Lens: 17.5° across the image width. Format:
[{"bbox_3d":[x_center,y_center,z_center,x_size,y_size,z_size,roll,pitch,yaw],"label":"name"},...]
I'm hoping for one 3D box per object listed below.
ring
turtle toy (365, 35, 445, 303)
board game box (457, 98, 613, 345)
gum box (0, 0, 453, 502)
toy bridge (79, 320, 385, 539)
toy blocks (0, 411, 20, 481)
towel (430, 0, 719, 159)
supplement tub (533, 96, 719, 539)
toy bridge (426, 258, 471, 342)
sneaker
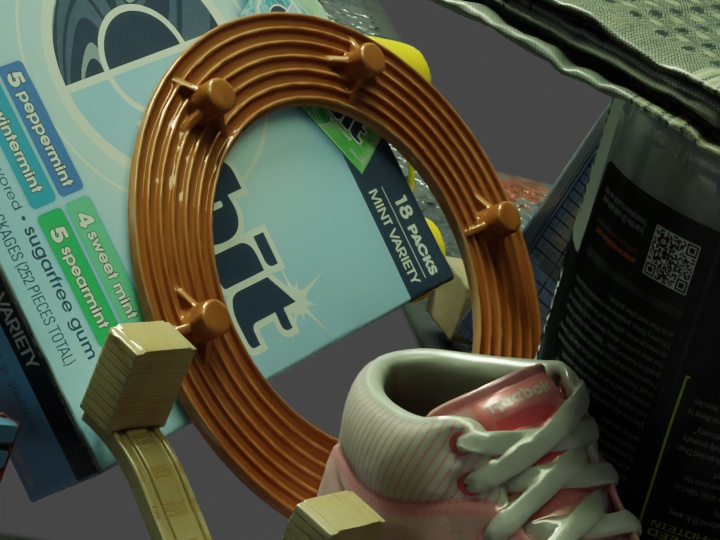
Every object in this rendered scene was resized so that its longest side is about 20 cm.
[{"bbox_3d":[0.000,0.000,0.837,0.200,0.019,0.201,20,59,-38],"label":"ring"},{"bbox_3d":[-0.051,-0.060,0.961,0.145,0.201,0.101,8,-21,-36],"label":"turtle toy"},{"bbox_3d":[0.145,0.000,0.873,0.062,0.200,0.200,-26,54,-37],"label":"board game box"},{"bbox_3d":[-0.073,-0.036,0.826,0.200,0.044,0.170,-28,92,-47],"label":"gum box"},{"bbox_3d":[-0.016,0.097,0.693,0.200,0.067,0.027,40,28,31],"label":"toy bridge"},{"bbox_3d":[-0.195,0.017,0.734,0.200,0.100,0.137,25,9,31],"label":"toy blocks"},{"bbox_3d":[0.119,-0.074,0.736,0.200,0.035,0.192,-10,37,-46],"label":"towel"},{"bbox_3d":[0.119,0.034,0.774,0.122,0.201,0.123,12,24,-6],"label":"supplement tub"},{"bbox_3d":[0.115,0.017,1.057,0.199,0.027,0.067,10,22,-24],"label":"toy bridge"},{"bbox_3d":[0.059,0.093,0.705,0.075,0.105,0.200,-16,37,-38],"label":"sneaker"}]
